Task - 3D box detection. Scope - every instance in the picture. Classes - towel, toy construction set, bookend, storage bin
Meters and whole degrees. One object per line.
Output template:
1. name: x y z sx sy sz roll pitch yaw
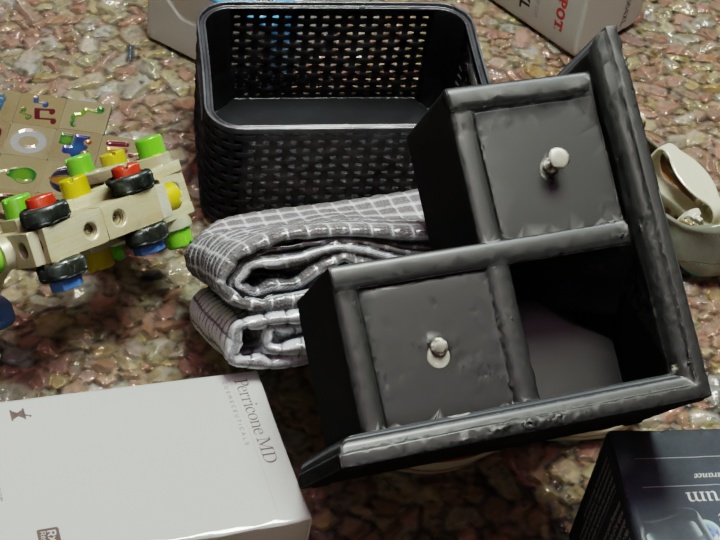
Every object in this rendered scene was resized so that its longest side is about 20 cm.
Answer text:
1. towel: 0.000 0.000 0.917 0.198 0.086 0.165 -8 5 -14
2. toy construction set: -0.183 -0.020 0.946 0.131 0.093 0.200 -3 32 49
3. bookend: 0.053 -0.007 0.793 0.197 0.092 0.202 -8 78 -17
4. storage bin: -0.015 -0.111 1.074 0.198 0.094 0.136 -1 47 -10

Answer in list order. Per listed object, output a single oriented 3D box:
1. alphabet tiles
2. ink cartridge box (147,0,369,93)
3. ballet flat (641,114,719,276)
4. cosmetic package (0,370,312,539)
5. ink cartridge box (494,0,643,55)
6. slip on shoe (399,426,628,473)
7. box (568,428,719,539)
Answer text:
1. alphabet tiles: -0.253 -0.068 1.059 0.198 0.006 0.167 7 47 -1
2. ink cartridge box: -0.062 -0.235 1.200 0.115 0.068 0.200 28 50 18
3. ballet flat: 0.200 -0.077 1.093 0.067 0.064 0.200 -24 54 -28
4. cosmetic package: -0.136 0.127 0.800 0.198 0.082 0.113 -9 46 -21
5. ink cartridge box: 0.139 -0.291 1.229 0.084 0.147 0.200 -31 57 -31
6. slip on shoe: 0.082 0.075 0.936 0.198 0.061 0.074 -7 50 -12
7. box: 0.210 0.192 0.811 0.147 0.108 0.201 -1 48 -10
